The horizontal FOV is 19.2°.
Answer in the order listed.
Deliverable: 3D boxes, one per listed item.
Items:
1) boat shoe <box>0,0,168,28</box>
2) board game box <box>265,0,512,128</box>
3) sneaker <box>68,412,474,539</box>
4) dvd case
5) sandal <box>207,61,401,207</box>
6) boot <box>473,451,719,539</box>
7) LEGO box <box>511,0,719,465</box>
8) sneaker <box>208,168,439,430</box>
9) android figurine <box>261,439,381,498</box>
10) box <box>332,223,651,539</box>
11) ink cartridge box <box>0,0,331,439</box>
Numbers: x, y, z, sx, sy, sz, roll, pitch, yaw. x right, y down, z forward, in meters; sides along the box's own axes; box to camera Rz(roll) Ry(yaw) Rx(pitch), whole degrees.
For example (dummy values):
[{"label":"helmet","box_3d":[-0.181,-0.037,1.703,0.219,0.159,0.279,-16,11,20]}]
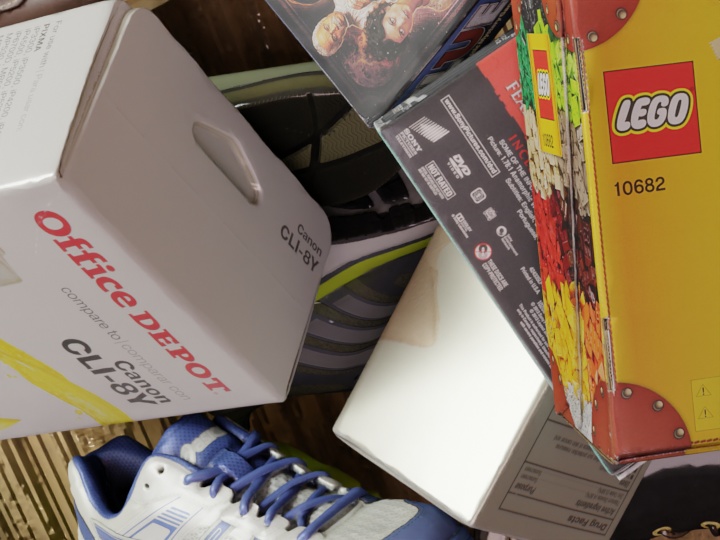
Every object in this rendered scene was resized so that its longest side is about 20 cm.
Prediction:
[{"label":"boat shoe","box_3d":[-0.141,-0.113,0.802,0.200,0.070,0.070,-21,118,16]},{"label":"board game box","box_3d":[-0.010,-0.165,0.713,0.200,0.035,0.136,51,125,17]},{"label":"sneaker","box_3d":[-0.045,0.097,0.797,0.200,0.075,0.088,-12,102,44]},{"label":"dvd case","box_3d":[0.126,-0.045,0.698,0.200,0.022,0.146,-35,102,4]},{"label":"sandal","box_3d":[-0.074,-0.057,0.832,0.201,0.057,0.080,-3,143,15]},{"label":"boot","box_3d":[0.124,0.101,0.889,0.150,0.073,0.200,6,113,3]},{"label":"LEGO box","box_3d":[0.155,-0.033,0.648,0.200,0.077,0.149,-7,97,-6]},{"label":"sneaker","box_3d":[0.000,0.000,0.857,0.200,0.074,0.081,-25,131,18]},{"label":"android figurine","box_3d":[-0.036,0.147,0.916,0.182,0.041,0.200,9,131,25]},{"label":"box","box_3d":[0.084,-0.003,0.773,0.095,0.078,0.200,23,97,-51]},{"label":"ink cartridge box","box_3d":[-0.134,-0.009,0.793,0.200,0.083,0.145,-10,140,32]}]
